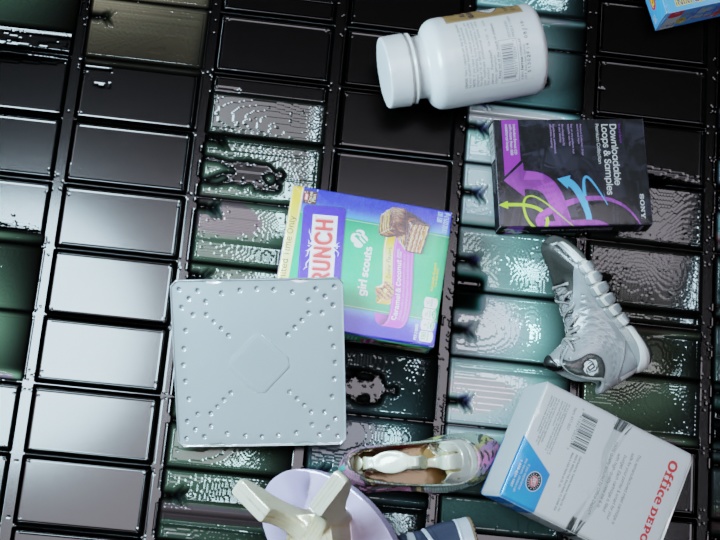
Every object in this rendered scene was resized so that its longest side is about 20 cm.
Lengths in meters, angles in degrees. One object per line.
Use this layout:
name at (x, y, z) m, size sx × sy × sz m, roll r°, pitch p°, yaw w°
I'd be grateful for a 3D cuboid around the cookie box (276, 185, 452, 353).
cookie box at (0.000, 0.000, 1.506) m, size 0.199 × 0.075 × 0.172 m, roll 9°, pitch 78°, yaw -1°

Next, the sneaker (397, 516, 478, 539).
sneaker at (0.093, 0.390, 1.423) m, size 0.108 × 0.070 × 0.201 m, roll -6°, pitch 70°, yaw -11°

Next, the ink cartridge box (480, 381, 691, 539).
ink cartridge box at (0.265, 0.240, 1.455) m, size 0.199 × 0.084 × 0.147 m, roll 28°, pitch 76°, yaw -6°

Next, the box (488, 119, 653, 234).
box at (0.266, -0.121, 1.577) m, size 0.198 × 0.036 × 0.144 m, roll -1°, pitch 77°, yaw -6°

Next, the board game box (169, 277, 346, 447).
board game box at (-0.117, 0.106, 1.449) m, size 0.198 × 0.026 × 0.202 m, roll -1°, pitch 102°, yaw 1°

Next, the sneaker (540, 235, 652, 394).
sneaker at (0.256, 0.063, 1.514) m, size 0.115 × 0.075 × 0.200 m, roll -35°, pitch 83°, yaw -9°

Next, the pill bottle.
pill bottle at (0.125, -0.264, 1.559) m, size 0.199 × 0.114 × 0.115 m, roll -10°, pitch 78°, yaw -7°

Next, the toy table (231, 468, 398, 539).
toy table at (-0.050, 0.301, 1.380) m, size 0.199 × 0.117 × 0.185 m, roll 27°, pitch 93°, yaw 24°

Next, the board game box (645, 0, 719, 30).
board game box at (0.462, -0.439, 1.657) m, size 0.199 × 0.056 × 0.197 m, roll -13°, pitch 78°, yaw -7°

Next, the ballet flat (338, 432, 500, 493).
ballet flat at (0.074, 0.227, 1.461) m, size 0.198 × 0.071 × 0.070 m, roll -4°, pitch 76°, yaw -6°
